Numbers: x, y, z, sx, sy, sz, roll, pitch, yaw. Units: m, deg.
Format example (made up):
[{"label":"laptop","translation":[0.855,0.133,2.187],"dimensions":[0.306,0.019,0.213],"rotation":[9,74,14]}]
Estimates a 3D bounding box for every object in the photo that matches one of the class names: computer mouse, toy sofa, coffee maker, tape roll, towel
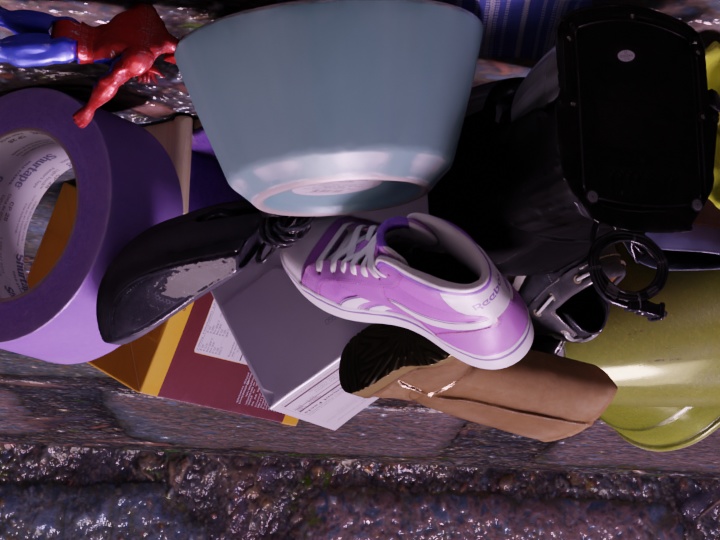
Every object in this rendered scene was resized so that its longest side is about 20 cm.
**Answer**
[{"label":"computer mouse","translation":[-0.116,-0.020,1.346],"dimensions":[0.200,0.053,0.139],"rotation":[-33,-163,18]},{"label":"toy sofa","translation":[-0.089,-0.061,1.568],"dimensions":[0.098,0.083,0.200],"rotation":[-7,164,38]},{"label":"coffee maker","translation":[0.126,-0.056,1.244],"dimensions":[0.135,0.192,0.200],"rotation":[26,160,-14]},{"label":"tape roll","translation":[-0.238,-0.033,1.462],"dimensions":[0.200,0.200,0.085],"rotation":[-7,163,35]},{"label":"towel","translation":[0.047,-0.162,1.243],"dimensions":[0.200,0.024,0.145],"rotation":[2,168,1]}]

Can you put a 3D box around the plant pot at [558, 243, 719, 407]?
[{"label":"plant pot","translation":[0.249,0.037,1.575],"dimensions":[0.200,0.187,0.187],"rotation":[-14,169,-10]}]

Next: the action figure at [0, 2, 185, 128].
[{"label":"action figure","translation":[-0.203,-0.137,1.280],"dimensions":[0.200,0.065,0.099],"rotation":[3,143,-1]}]

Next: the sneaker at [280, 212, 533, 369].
[{"label":"sneaker","translation":[0.017,-0.013,1.250],"dimensions":[0.200,0.073,0.114],"rotation":[18,159,34]}]

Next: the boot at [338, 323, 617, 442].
[{"label":"boot","translation":[0.109,0.066,1.400],"dimensions":[0.200,0.066,0.175],"rotation":[16,154,-33]}]

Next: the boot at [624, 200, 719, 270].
[{"label":"boot","translation":[0.208,-0.051,1.501],"dimensions":[0.200,0.097,0.075],"rotation":[-1,156,13]}]

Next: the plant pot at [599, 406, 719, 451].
[{"label":"plant pot","translation":[0.232,0.039,1.743],"dimensions":[0.193,0.200,0.200],"rotation":[27,155,-34]}]

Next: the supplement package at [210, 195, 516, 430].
[{"label":"supplement package","translation":[0.000,0.000,1.485],"dimensions":[0.200,0.156,0.111],"rotation":[-36,153,15]}]

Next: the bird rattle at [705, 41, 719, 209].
[{"label":"bird rattle","translation":[0.250,-0.089,1.363],"dimensions":[0.163,0.113,0.200],"rotation":[-10,174,-18]}]

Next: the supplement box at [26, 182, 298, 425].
[{"label":"supplement box","translation":[-0.161,0.032,1.720],"dimensions":[0.197,0.133,0.200],"rotation":[25,-175,42]}]

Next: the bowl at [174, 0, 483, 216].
[{"label":"bowl","translation":[-0.016,-0.096,1.224],"dimensions":[0.201,0.105,0.201],"rotation":[-5,172,-1]}]

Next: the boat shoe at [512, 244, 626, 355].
[{"label":"boat shoe","translation":[0.150,0.029,1.436],"dimensions":[0.072,0.068,0.200],"rotation":[-26,156,-23]}]
